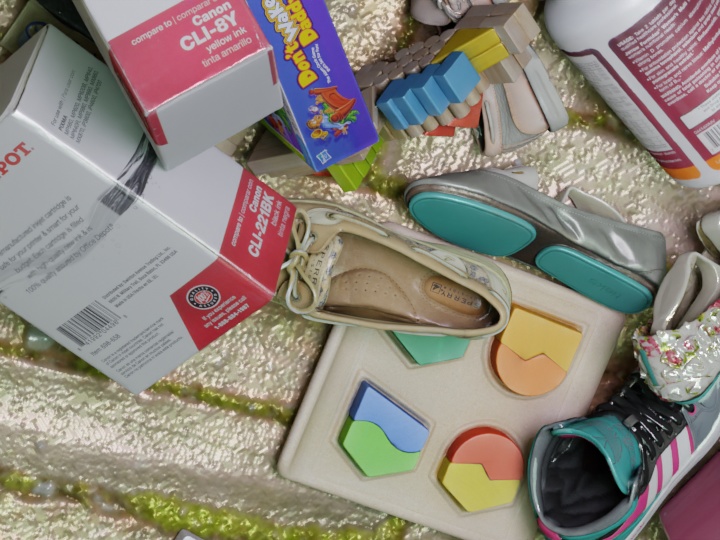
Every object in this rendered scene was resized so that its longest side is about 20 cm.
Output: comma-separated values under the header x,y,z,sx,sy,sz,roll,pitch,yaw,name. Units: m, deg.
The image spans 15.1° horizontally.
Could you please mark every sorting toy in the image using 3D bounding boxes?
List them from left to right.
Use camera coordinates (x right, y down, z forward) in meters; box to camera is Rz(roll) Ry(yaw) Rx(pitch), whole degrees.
x,y,z,sx,sy,sz,roll,pitch,yaw,name
0.064,0.083,1.804,0.199,0.036,0.186,20,98,-21,sorting toy

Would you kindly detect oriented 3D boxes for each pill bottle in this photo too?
x,y,z,sx,sy,sz,roll,pitch,yaw,name
0.187,-0.156,1.739,0.110,0.110,0.200,-44,113,-2,pill bottle

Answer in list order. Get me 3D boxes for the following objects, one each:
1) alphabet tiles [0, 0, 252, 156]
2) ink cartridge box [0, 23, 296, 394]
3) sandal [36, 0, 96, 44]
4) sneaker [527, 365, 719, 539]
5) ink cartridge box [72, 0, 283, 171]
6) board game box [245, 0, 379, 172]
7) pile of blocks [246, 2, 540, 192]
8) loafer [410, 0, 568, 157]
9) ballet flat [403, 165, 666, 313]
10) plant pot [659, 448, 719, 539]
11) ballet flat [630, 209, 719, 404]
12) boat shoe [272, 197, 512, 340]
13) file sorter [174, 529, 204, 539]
x,y,z,sx,sy,sz,roll,pitch,yaw,name
-0.122,-0.151,1.699,0.166,0.006,0.200,34,93,-22,alphabet tiles
-0.163,-0.034,1.641,0.200,0.084,0.144,36,132,-23,ink cartridge box
-0.149,-0.165,1.641,0.075,0.048,0.201,-42,86,-2,sandal
0.177,0.106,1.799,0.084,0.121,0.200,34,95,21,sneaker
-0.128,-0.174,1.540,0.083,0.145,0.200,-29,81,-3,ink cartridge box
-0.064,-0.172,1.627,0.045,0.134,0.200,-27,116,-10,board game box
0.030,-0.094,1.690,0.200,0.082,0.062,-26,120,19,pile of blocks
0.064,-0.159,1.724,0.063,0.072,0.200,-31,114,1,loafer
0.116,-0.033,1.782,0.200,0.067,0.064,24,59,-22,ballet flat
0.310,0.167,1.833,0.179,0.200,0.200,-33,113,11,plant pot
0.239,0.001,1.783,0.064,0.076,0.200,50,54,-23,ballet flat
0.000,0.000,1.726,0.199,0.063,0.074,10,98,0,boat shoe
-0.059,0.292,1.776,0.200,0.125,0.139,31,94,-23,file sorter
